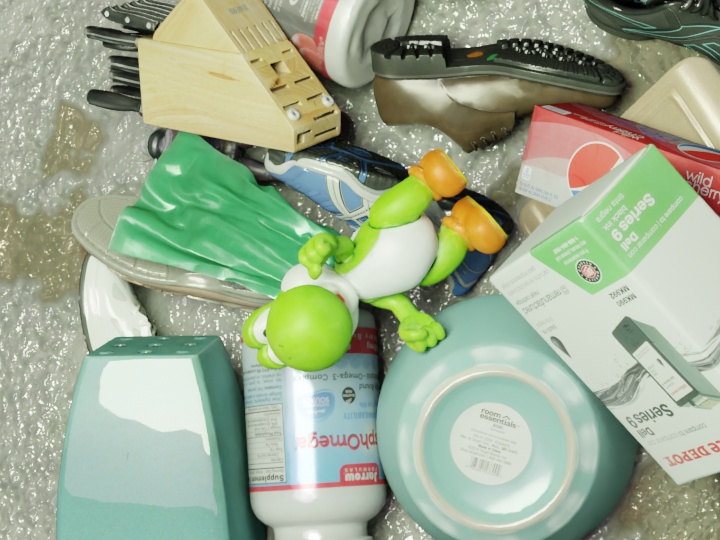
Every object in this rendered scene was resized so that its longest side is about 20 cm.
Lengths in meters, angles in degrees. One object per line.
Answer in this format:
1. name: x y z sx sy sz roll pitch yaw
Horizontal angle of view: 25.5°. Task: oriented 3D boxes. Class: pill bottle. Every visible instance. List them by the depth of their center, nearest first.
1. pill bottle: -0.035 0.134 1.239 0.108 0.109 0.202 -7 82 21
2. pill bottle: -0.063 -0.236 1.290 0.199 0.111 0.112 29 95 22

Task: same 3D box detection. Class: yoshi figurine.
1. yoshi figurine: 0.006 0.008 1.128 0.199 0.112 0.113 -37 68 2

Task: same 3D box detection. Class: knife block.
1. knife block: -0.131 -0.140 1.262 0.201 0.064 0.175 54 130 7

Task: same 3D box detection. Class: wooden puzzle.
1. wooden puzzle: 0.229 -0.026 1.166 0.200 0.037 0.186 -43 70 35

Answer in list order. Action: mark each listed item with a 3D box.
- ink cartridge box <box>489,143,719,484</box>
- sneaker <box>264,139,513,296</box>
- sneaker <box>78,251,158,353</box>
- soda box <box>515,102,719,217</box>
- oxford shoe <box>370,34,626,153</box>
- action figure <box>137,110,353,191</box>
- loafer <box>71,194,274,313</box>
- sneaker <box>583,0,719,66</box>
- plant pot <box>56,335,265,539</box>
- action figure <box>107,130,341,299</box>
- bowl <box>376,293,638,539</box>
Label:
1. ink cartridge box: 0.203 0.035 1.057 0.200 0.146 0.084 47 65 -2
2. sneaker: 0.016 -0.043 1.228 0.198 0.076 0.078 23 109 -3
3. sneaker: -0.163 0.068 1.328 0.114 0.076 0.203 -11 88 12
4. soda box: 0.209 -0.057 1.114 0.199 0.063 0.071 24 111 36
5. oxford shoe: 0.108 -0.135 1.242 0.198 0.073 0.085 5 114 17
6. action figure: -0.102 -0.096 1.318 0.198 0.069 0.132 5 93 26
7. loafer: -0.142 -0.003 1.301 0.198 0.063 0.072 16 59 10
8. sneaker: 0.254 -0.192 1.174 0.198 0.079 0.076 10 88 21
9. plant pot: -0.154 0.156 1.232 0.140 0.141 0.202 -1 97 7
10. action figure: -0.082 -0.023 1.235 0.199 0.055 0.119 25 77 18
11. bowl: 0.101 0.122 1.148 0.198 0.105 0.203 1 94 9
